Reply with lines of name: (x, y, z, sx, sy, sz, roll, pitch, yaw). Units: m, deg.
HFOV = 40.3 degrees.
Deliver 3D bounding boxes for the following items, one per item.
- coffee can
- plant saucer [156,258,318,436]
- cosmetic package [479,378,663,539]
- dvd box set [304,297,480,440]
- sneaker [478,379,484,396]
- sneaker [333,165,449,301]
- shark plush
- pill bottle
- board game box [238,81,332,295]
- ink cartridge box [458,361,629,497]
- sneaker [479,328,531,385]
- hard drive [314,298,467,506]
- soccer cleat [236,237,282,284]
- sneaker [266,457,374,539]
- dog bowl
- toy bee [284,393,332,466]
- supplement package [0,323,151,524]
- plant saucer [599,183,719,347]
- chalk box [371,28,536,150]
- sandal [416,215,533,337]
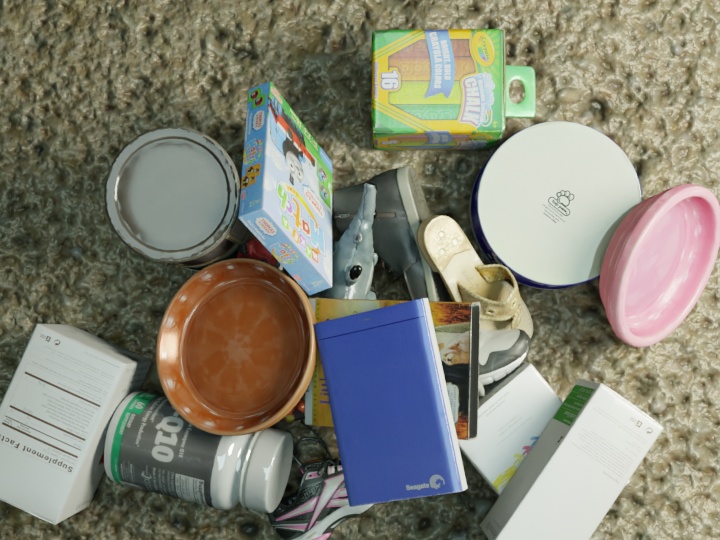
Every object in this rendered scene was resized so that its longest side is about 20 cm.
coffee can: (-0.197, -0.076, 1.140, 0.146, 0.200, 0.147, 0, 87, 2)
plant saucer: (-0.139, 0.087, 1.113, 0.200, 0.032, 0.201, -5, 76, 21)
cosmetic package: (0.220, 0.221, 1.036, 0.085, 0.108, 0.200, 36, 86, 1)
dvd box set: (0.032, 0.104, 1.072, 0.200, 0.029, 0.147, 2, 89, 27)
sneaker: (0.055, 0.162, 1.108, 0.200, 0.076, 0.092, -46, 61, 26)
sneaker: (0.040, -0.021, 1.208, 0.106, 0.075, 0.200, -14, 95, 20)
shark plush: (0.000, 0.000, 1.145, 0.091, 0.083, 0.200, 24, 105, -8)
pill bottle: (-0.188, 0.215, 1.153, 0.200, 0.113, 0.113, 10, 87, 12)
board game box: (-0.081, -0.094, 1.121, 0.037, 0.151, 0.200, -18, 49, 21)
ink cartridge box: (0.207, 0.222, 1.153, 0.125, 0.129, 0.200, -40, 88, -2)
sneaker: (0.100, 0.094, 1.158, 0.200, 0.074, 0.080, -13, 110, 18)
hard drive: (0.030, 0.141, 1.039, 0.132, 0.025, 0.200, -14, 83, 26)
soccer cleat: (-0.149, 0.041, 1.202, 0.069, 0.085, 0.200, 40, 111, 19)
sneaker: (-0.030, 0.257, 1.178, 0.200, 0.080, 0.086, -38, 90, -2)
dog bowl: (0.235, -0.077, 1.193, 0.200, 0.079, 0.201, 0, 87, 1)
toy bee: (-0.072, 0.134, 1.173, 0.131, 0.109, 0.200, -34, 86, -2)
supplement package: (-0.354, 0.178, 1.169, 0.120, 0.121, 0.200, 23, 88, 3)
plant saucer: (0.347, -0.010, 1.153, 0.051, 0.200, 0.201, 30, 87, 42)
chalk box: (0.113, -0.215, 1.180, 0.200, 0.124, 0.125, -1, 87, 1)
sandal: (0.149, 0.023, 1.153, 0.078, 0.070, 0.212, -46, 111, -14)
